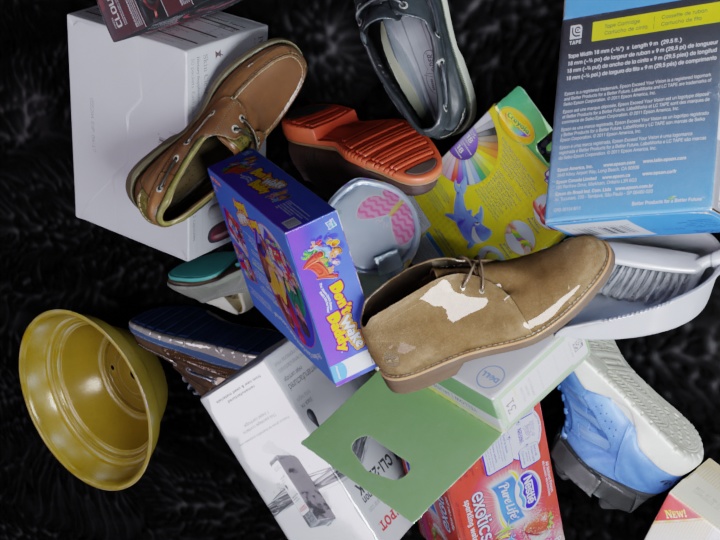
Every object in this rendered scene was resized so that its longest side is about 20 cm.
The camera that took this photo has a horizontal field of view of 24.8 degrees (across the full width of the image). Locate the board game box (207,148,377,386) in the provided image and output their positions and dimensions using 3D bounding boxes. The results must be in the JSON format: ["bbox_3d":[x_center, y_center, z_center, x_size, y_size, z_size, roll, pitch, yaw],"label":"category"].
[{"bbox_3d":[-0.055,-0.007,1.317,0.200,0.044,0.136,39,149,61],"label":"board game box"}]

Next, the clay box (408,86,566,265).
[{"bbox_3d":[0.113,-0.056,1.351,0.115,0.047,0.200,56,133,10],"label":"clay box"}]

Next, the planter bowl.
[{"bbox_3d":[-0.263,0.123,1.728,0.199,0.083,0.202,18,119,35],"label":"planter bowl"}]

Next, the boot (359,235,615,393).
[{"bbox_3d":[0.093,0.017,1.218,0.199,0.074,0.076,-27,120,6],"label":"boot"}]

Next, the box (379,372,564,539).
[{"bbox_3d":[0.096,0.158,1.373,0.095,0.099,0.201,44,156,50],"label":"box"}]

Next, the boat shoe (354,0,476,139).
[{"bbox_3d":[0.030,-0.199,1.340,0.074,0.066,0.201,-14,99,33],"label":"boat shoe"}]

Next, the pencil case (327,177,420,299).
[{"bbox_3d":[0.000,0.000,1.385,0.200,0.082,0.092,103,160,-67],"label":"pencil case"}]

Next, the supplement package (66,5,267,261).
[{"bbox_3d":[-0.177,-0.137,1.519,0.155,0.111,0.202,21,122,33],"label":"supplement package"}]

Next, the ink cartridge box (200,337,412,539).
[{"bbox_3d":[-0.031,0.158,1.457,0.083,0.144,0.201,-31,92,28],"label":"ink cartridge box"}]

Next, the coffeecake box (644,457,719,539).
[{"bbox_3d":[0.292,0.281,1.332,0.153,0.073,0.201,36,128,24],"label":"coffeecake box"}]

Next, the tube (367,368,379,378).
[{"bbox_3d":[-0.008,0.154,1.553,0.052,0.058,0.201,-102,33,-49],"label":"tube"}]

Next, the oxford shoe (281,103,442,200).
[{"bbox_3d":[0.006,-0.089,1.404,0.200,0.071,0.073,28,135,53],"label":"oxford shoe"}]

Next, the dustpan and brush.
[{"bbox_3d":[0.246,-0.001,1.235,0.198,0.140,0.058,5,127,11],"label":"dustpan and brush"}]

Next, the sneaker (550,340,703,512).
[{"bbox_3d":[0.178,0.110,1.348,0.200,0.077,0.111,47,123,5],"label":"sneaker"}]

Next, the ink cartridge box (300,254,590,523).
[{"bbox_3d":[0.060,0.085,1.271,0.145,0.200,0.048,29,150,44],"label":"ink cartridge box"}]

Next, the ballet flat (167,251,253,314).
[{"bbox_3d":[-0.109,0.012,1.560,0.199,0.067,0.064,-13,107,43],"label":"ballet flat"}]

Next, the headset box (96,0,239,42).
[{"bbox_3d":[-0.125,-0.264,1.392,0.199,0.148,0.076,-15,99,43],"label":"headset box"}]

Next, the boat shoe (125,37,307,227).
[{"bbox_3d":[-0.112,-0.113,1.411,0.072,0.200,0.068,44,177,-36],"label":"boat shoe"}]

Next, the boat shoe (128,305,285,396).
[{"bbox_3d":[-0.151,0.089,1.624,0.199,0.072,0.073,15,120,35],"label":"boat shoe"}]

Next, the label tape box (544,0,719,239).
[{"bbox_3d":[0.217,-0.129,1.204,0.143,0.063,0.202,-2,76,41],"label":"label tape box"}]
